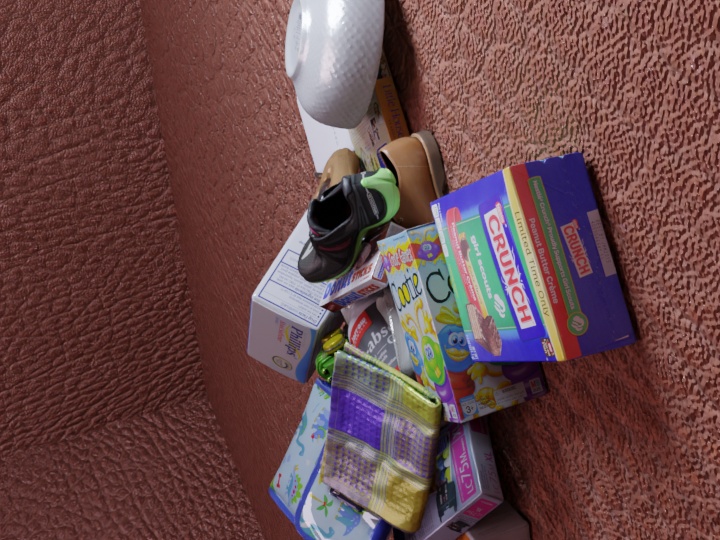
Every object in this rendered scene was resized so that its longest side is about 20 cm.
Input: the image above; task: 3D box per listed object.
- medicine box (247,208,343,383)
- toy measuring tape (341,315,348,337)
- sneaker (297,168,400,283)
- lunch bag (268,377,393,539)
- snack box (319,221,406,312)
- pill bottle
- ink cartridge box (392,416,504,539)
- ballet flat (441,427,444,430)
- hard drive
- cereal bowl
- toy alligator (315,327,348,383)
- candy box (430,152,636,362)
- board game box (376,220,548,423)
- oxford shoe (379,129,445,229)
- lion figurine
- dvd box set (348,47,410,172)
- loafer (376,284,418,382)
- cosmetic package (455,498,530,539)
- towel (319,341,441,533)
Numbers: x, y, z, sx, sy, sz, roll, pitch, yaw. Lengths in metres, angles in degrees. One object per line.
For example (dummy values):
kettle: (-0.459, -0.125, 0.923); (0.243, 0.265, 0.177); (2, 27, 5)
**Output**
medicine box: (-0.066, 0.026, 1.411); (0.103, 0.200, 0.182); (27, 150, 7)
toy measuring tape: (0.012, 0.070, 1.389); (0.074, 0.073, 0.200); (52, 129, 53)
sneaker: (-0.031, -0.054, 1.144); (0.200, 0.084, 0.077); (-52, 45, 47)
lunch bag: (-0.009, 0.251, 1.239); (0.200, 0.127, 0.170); (33, 102, 54)
snack box: (0.000, 0.000, 1.192); (0.200, 0.024, 0.072); (-30, 39, 68)
pill bottle: (0.053, 0.092, 1.245); (0.200, 0.116, 0.116); (-122, 23, -43)
ink cartridge box: (0.088, 0.271, 1.211); (0.200, 0.042, 0.119); (-51, 31, 35)
ballet flat: (0.072, 0.160, 1.330); (0.072, 0.072, 0.201); (97, 162, -52)
hard drive: (-0.043, -0.216, 1.438); (0.200, 0.025, 0.132); (160, 95, -73)
cereal bowl: (-0.039, -0.268, 1.180); (0.200, 0.083, 0.200); (-177, 90, -75)
toy alligator: (-0.030, 0.120, 1.273); (0.059, 0.054, 0.200); (58, -179, -10)
candy box: (0.148, -0.004, 0.915); (0.200, 0.077, 0.169); (161, 94, -72)
board game box: (0.104, 0.047, 1.058); (0.105, 0.103, 0.200); (161, 93, -73)
oxford shoe: (0.068, -0.054, 1.148); (0.071, 0.071, 0.200); (167, 86, -72)
lion figurine: (-0.018, -0.101, 1.275); (0.200, 0.072, 0.123); (-114, 33, -41)
dvd box set: (0.024, -0.162, 1.255); (0.146, 0.029, 0.200); (153, 100, -73)
loafer: (0.055, 0.045, 1.170); (0.070, 0.070, 0.200); (37, -141, -36)
cosmetic package: (0.135, 0.314, 1.256); (0.200, 0.071, 0.102); (-139, 37, -63)
towel: (0.019, 0.189, 1.106); (0.144, 0.023, 0.200); (28, 128, 27)
